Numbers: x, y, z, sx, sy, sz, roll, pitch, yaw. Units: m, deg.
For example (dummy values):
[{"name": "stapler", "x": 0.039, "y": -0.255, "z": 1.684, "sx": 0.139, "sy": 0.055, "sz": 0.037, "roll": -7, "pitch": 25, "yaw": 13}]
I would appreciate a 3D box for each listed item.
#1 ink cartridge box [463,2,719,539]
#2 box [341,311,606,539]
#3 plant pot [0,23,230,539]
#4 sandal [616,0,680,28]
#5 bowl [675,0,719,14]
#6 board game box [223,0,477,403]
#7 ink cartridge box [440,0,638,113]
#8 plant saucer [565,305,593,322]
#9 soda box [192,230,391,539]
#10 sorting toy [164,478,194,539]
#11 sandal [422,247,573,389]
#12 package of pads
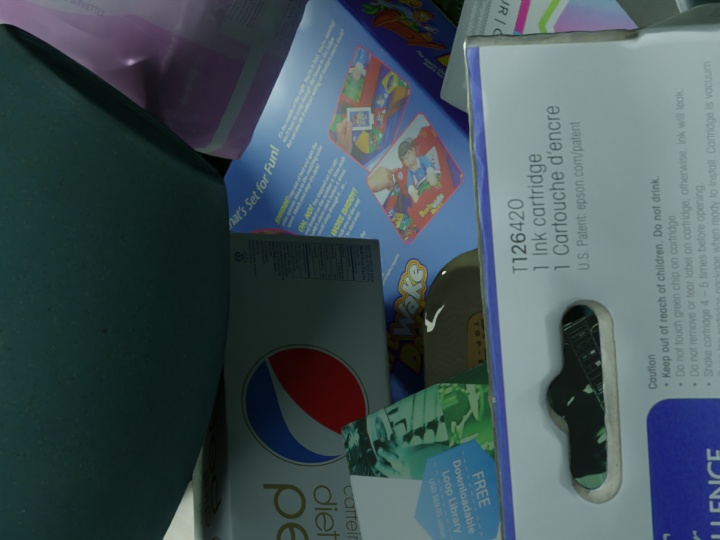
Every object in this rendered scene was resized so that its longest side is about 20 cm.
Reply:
[{"name": "ink cartridge box", "x": 0.134, "y": 0.029, "z": 0.604, "sx": 0.199, "sy": 0.047, "sz": 0.199, "roll": 1, "pitch": 105, "yaw": 20}, {"name": "box", "x": 0.094, "y": 0.081, "z": 0.714, "sx": 0.199, "sy": 0.036, "sz": 0.145, "roll": -26, "pitch": 62, "yaw": 24}, {"name": "plant pot", "x": -0.120, "y": -0.002, "z": 0.782, "sx": 0.200, "sy": 0.200, "sz": 0.135, "roll": 40, "pitch": 96, "yaw": 33}, {"name": "sandal", "x": 0.110, "y": -0.059, "z": 0.689, "sx": 0.043, "sy": 0.076, "sz": 0.201, "roll": -52, "pitch": 55, "yaw": 34}, {"name": "bowl", "x": 0.185, "y": -0.114, "z": 0.626, "sx": 0.199, "sy": 0.105, "sz": 0.202, "roll": 5, "pitch": 107, "yaw": 15}, {"name": "board game box", "x": 0.000, "y": 0.000, "z": 0.922, "sx": 0.135, "sy": 0.045, "sz": 0.201, "roll": 49, "pitch": 131, "yaw": 26}, {"name": "ink cartridge box", "x": 0.125, "y": -0.071, "z": 0.759, "sx": 0.199, "sy": 0.059, "sz": 0.104, "roll": 31, "pitch": 116, "yaw": 37}, {"name": "plant saucer", "x": 0.113, "y": 0.074, "z": 0.795, "sx": 0.199, "sy": 0.027, "sz": 0.202, "roll": -6, "pitch": 81, "yaw": 40}, {"name": "soda box", "x": -0.023, "y": 0.090, "z": 0.823, "sx": 0.068, "sy": 0.063, "sz": 0.201, "roll": 119, "pitch": 151, "yaw": -59}, {"name": "sorting toy", "x": -0.089, "y": 0.149, "z": 0.911, "sx": 0.200, "sy": 0.070, "sz": 0.199, "roll": 47, "pitch": 108, "yaw": 8}, {"name": "sandal", "x": 0.046, "y": 0.087, "z": 0.798, "sx": 0.080, "sy": 0.054, "sz": 0.201, "roll": -19, "pitch": 72, "yaw": 38}, {"name": "package of pads", "x": -0.062, "y": -0.152, "z": 0.870, "sx": 0.120, "sy": 0.076, "sz": 0.201, "roll": 26, "pitch": 95, "yaw": 28}]
